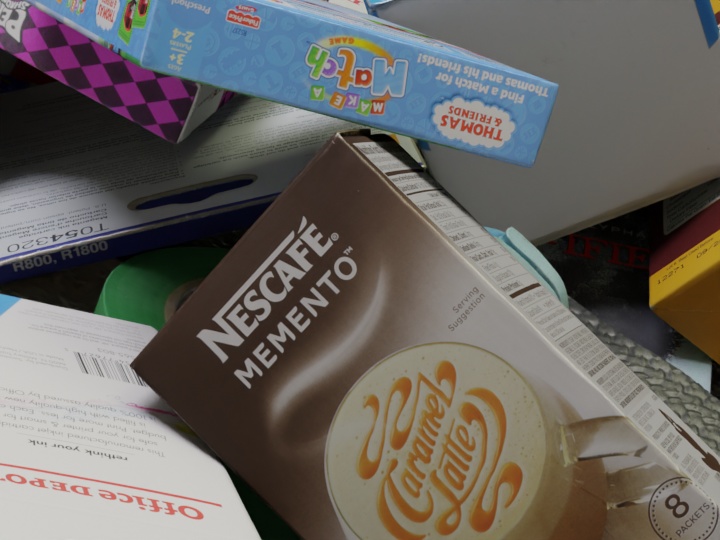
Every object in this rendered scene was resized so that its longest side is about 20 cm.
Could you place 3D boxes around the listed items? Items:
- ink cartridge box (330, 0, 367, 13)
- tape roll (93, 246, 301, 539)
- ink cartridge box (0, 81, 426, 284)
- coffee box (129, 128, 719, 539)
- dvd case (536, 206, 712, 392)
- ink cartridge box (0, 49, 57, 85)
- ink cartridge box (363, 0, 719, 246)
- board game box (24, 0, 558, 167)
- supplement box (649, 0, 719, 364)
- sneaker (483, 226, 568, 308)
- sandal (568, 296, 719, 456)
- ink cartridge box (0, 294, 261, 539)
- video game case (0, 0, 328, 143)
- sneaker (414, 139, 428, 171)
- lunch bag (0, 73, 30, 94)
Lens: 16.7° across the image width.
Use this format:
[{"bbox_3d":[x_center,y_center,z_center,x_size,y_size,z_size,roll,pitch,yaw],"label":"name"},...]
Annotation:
[{"bbox_3d":[0.009,-0.133,1.472,0.145,0.084,0.200,24,20,8],"label":"ink cartridge box"},{"bbox_3d":[-0.017,0.057,1.005,0.200,0.048,0.201,18,21,-7],"label":"tape roll"},{"bbox_3d":[-0.078,-0.047,1.100,0.196,0.043,0.200,-13,27,-3],"label":"ink cartridge box"},{"bbox_3d":[0.034,0.060,0.849,0.200,0.114,0.080,44,12,7],"label":"coffee box"},{"bbox_3d":[0.101,-0.004,1.190,0.145,0.022,0.200,12,41,1],"label":"dvd case"},{"bbox_3d":[-0.211,-0.186,1.222,0.199,0.084,0.145,16,43,-22],"label":"ink cartridge box"},{"bbox_3d":[0.079,-0.131,1.160,0.144,0.148,0.200,-21,32,4],"label":"ink cartridge box"},{"bbox_3d":[-0.034,-0.088,0.928,0.151,0.037,0.200,13,9,-21],"label":"board game box"},{"bbox_3d":[0.253,-0.031,1.193,0.197,0.133,0.200,36,38,-26],"label":"supplement box"},{"bbox_3d":[0.069,0.037,0.961,0.200,0.080,0.130,32,24,24],"label":"sneaker"},{"bbox_3d":[0.106,0.066,1.080,0.075,0.048,0.200,-25,47,-24],"label":"sandal"},{"bbox_3d":[-0.107,0.081,0.824,0.115,0.068,0.200,13,21,-24],"label":"ink cartridge box"},{"bbox_3d":[-0.128,-0.141,1.094,0.200,0.036,0.181,29,28,7],"label":"video game case"},{"bbox_3d":[-0.048,-0.088,1.312,0.200,0.079,0.079,27,22,-16],"label":"sneaker"},{"bbox_3d":[-0.234,-0.151,1.293,0.150,0.094,0.200,21,29,-8],"label":"lunch bag"}]
